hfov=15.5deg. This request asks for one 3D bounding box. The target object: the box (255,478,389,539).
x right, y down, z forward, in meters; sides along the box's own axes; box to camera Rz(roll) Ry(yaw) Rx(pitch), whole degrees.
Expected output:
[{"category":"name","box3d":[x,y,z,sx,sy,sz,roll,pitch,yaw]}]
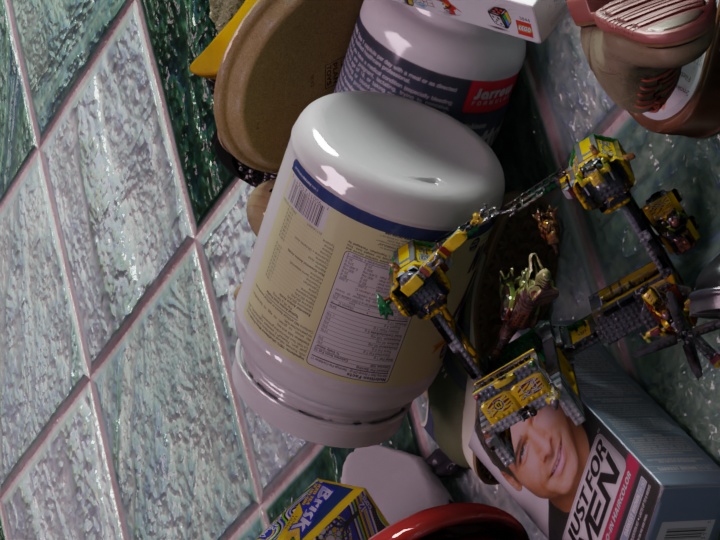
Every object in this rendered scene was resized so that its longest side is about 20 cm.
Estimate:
[{"category":"box","box3d":[0.015,0.240,1.792,0.064,0.070,0.201,7,134,57]}]

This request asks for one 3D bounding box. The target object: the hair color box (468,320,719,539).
[{"category":"hair color box","box3d":[0.149,0.123,1.677,0.200,0.060,0.100,49,130,50]}]

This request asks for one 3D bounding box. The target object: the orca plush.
[{"category":"orca plush","box3d":[0.056,0.187,1.864,0.199,0.071,0.105,14,57,50]}]

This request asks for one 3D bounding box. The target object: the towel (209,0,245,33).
[{"category":"towel","box3d":[-0.049,-0.249,1.921,0.036,0.148,0.200,44,163,2]}]

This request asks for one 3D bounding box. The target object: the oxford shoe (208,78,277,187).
[{"category":"oxford shoe","box3d":[-0.068,-0.127,2.038,0.085,0.072,0.200,-59,-11,-26]}]

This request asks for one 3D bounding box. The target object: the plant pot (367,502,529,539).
[{"category":"plant pot","box3d":[0.068,0.258,1.652,0.183,0.199,0.201,51,132,35]}]

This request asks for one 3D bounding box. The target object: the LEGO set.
[{"category":"LEGO set","box3d":[0.115,0.022,1.592,0.116,0.199,0.154,-93,-21,-68]}]

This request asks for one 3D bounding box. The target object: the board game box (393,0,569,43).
[{"category":"board game box","box3d":[0.064,-0.219,1.702,0.199,0.126,0.035,19,144,31]}]

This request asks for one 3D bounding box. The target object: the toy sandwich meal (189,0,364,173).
[{"category":"toy sandwich meal","box3d":[-0.031,-0.163,1.862,0.070,0.204,0.206,45,128,37]}]

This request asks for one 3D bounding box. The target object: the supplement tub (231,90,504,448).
[{"category":"supplement tub","box3d":[0.000,0.000,1.730,0.145,0.144,0.201,54,134,46]}]

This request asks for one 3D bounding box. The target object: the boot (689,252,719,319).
[{"category":"boot","box3d":[0.226,-0.073,1.465,0.065,0.165,0.202,1,90,23]}]

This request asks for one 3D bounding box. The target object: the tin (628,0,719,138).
[{"category":"tin","box3d":[0.206,-0.179,1.611,0.112,0.042,0.201,45,128,56]}]

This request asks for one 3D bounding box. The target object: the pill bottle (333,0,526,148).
[{"category":"pill bottle","box3d":[0.047,-0.134,1.803,0.120,0.119,0.201,54,135,46]}]

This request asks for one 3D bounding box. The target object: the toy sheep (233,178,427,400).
[{"category":"toy sheep","box3d":[-0.008,0.015,1.886,0.200,0.138,0.138,47,141,1]}]

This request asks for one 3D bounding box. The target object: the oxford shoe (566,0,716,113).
[{"category":"oxford shoe","box3d":[0.173,-0.129,1.542,0.200,0.070,0.075,-114,8,-79]}]

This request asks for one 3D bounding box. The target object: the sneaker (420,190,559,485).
[{"category":"sneaker","box3d":[0.077,0.038,1.796,0.090,0.067,0.202,25,114,52]}]
